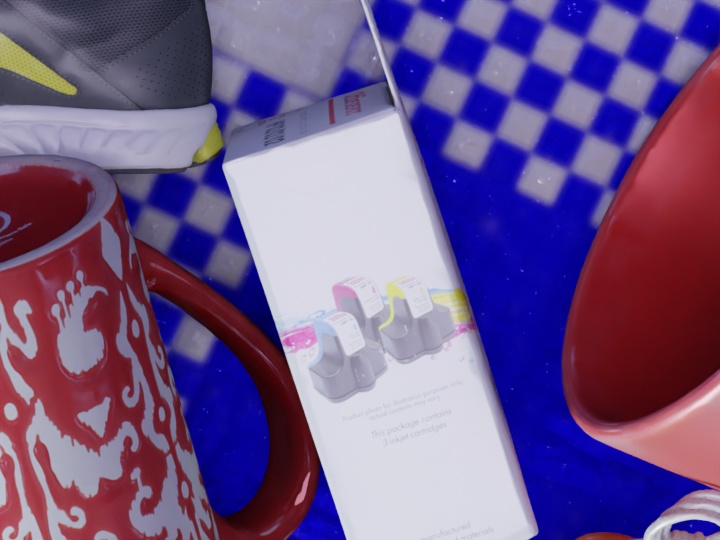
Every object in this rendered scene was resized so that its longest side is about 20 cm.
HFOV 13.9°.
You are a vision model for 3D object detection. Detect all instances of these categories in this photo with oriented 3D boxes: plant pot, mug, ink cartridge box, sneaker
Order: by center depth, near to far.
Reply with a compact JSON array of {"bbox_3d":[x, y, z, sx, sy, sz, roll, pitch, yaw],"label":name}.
[{"bbox_3d":[0.197,0.014,1.032,0.177,0.200,0.201,30,97,-17],"label":"plant pot"},{"bbox_3d":[-0.110,0.062,1.046,0.133,0.178,0.200,-1,117,23],"label":"mug"},{"bbox_3d":[0.000,0.000,1.055,0.068,0.115,0.200,-18,98,1],"label":"ink cartridge box"},{"bbox_3d":[-0.148,-0.080,1.069,0.200,0.074,0.085,3,93,-10],"label":"sneaker"}]

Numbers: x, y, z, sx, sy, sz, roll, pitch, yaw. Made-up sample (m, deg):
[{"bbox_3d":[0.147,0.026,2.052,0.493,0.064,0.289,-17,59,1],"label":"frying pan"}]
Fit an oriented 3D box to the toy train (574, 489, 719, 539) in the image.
[{"bbox_3d":[0.151,0.130,1.084,0.200,0.056,0.150,31,126,-30],"label":"toy train"}]
